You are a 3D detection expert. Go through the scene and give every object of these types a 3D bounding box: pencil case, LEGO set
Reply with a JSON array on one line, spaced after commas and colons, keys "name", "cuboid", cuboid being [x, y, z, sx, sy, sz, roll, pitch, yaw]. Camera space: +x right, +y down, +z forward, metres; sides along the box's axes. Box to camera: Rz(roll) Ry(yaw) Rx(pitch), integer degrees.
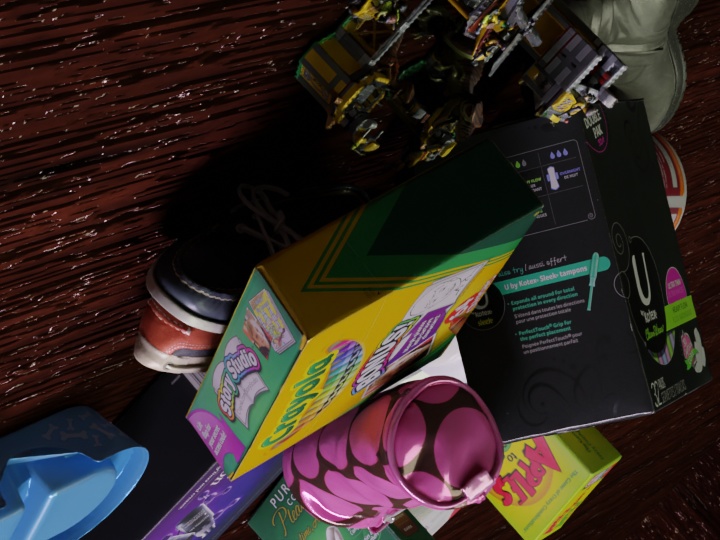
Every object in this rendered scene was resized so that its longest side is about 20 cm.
[{"name": "pencil case", "cuboid": [0.023, 0.125, 1.281, 0.091, 0.094, 0.200, -29, -179, -22]}, {"name": "LEGO set", "cuboid": [0.068, -0.109, 1.132, 0.154, 0.116, 0.200, -45, 162, 8]}]

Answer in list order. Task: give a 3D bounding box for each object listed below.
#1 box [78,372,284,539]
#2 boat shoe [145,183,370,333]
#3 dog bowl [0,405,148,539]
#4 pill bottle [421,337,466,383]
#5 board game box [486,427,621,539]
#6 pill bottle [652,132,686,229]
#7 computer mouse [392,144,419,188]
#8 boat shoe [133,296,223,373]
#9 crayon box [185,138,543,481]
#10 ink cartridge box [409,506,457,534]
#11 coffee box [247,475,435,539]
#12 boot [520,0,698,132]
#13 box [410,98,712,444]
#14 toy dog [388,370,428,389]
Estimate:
[{"name": "box", "cuboid": [-0.117, 0.131, 1.382, 0.200, 0.079, 0.141, -47, 165, 14]}, {"name": "boat shoe", "cuboid": [-0.054, -0.013, 1.175, 0.062, 0.075, 0.200, -49, 163, 27]}, {"name": "dog bowl", "cuboid": [-0.224, 0.148, 1.235, 0.200, 0.050, 0.112, -23, 155, -44]}, {"name": "pill bottle", "cuboid": [0.101, 0.035, 1.487, 0.200, 0.113, 0.113, 12, 127, -46]}, {"name": "board game box", "cuboid": [0.113, 0.119, 1.633, 0.048, 0.200, 0.102, -21, 153, -48]}, {"name": "pill bottle", "cuboid": [0.163, -0.059, 1.465, 0.113, 0.113, 0.200, -49, 161, 20]}, {"name": "computer mouse", "cuboid": [0.000, 0.000, 1.346, 0.200, 0.044, 0.110, 119, -8, -53]}, {"name": "boat shoe", "cuboid": [-0.074, 0.040, 1.254, 0.063, 0.071, 0.200, -61, 153, 8]}, {"name": "crayon box", "cuboid": [-0.002, 0.027, 1.150, 0.172, 0.058, 0.200, -30, 164, -28]}, {"name": "ink cartridge box", "cuboid": [0.043, 0.198, 1.863, 0.145, 0.083, 0.200, -42, 163, -1]}, {"name": "coffee box", "cuboid": [0.003, 0.249, 1.709, 0.044, 0.200, 0.123, -23, 153, -52]}, {"name": "boot", "cuboid": [0.163, -0.145, 1.364, 0.131, 0.068, 0.200, -31, 152, -18]}, {"name": "box", "cuboid": [0.135, -0.002, 1.288, 0.124, 0.200, 0.148, -15, 179, 25]}, {"name": "toy dog", "cuboid": [0.013, 0.103, 1.556, 0.200, 0.096, 0.132, -42, 162, 0]}]
